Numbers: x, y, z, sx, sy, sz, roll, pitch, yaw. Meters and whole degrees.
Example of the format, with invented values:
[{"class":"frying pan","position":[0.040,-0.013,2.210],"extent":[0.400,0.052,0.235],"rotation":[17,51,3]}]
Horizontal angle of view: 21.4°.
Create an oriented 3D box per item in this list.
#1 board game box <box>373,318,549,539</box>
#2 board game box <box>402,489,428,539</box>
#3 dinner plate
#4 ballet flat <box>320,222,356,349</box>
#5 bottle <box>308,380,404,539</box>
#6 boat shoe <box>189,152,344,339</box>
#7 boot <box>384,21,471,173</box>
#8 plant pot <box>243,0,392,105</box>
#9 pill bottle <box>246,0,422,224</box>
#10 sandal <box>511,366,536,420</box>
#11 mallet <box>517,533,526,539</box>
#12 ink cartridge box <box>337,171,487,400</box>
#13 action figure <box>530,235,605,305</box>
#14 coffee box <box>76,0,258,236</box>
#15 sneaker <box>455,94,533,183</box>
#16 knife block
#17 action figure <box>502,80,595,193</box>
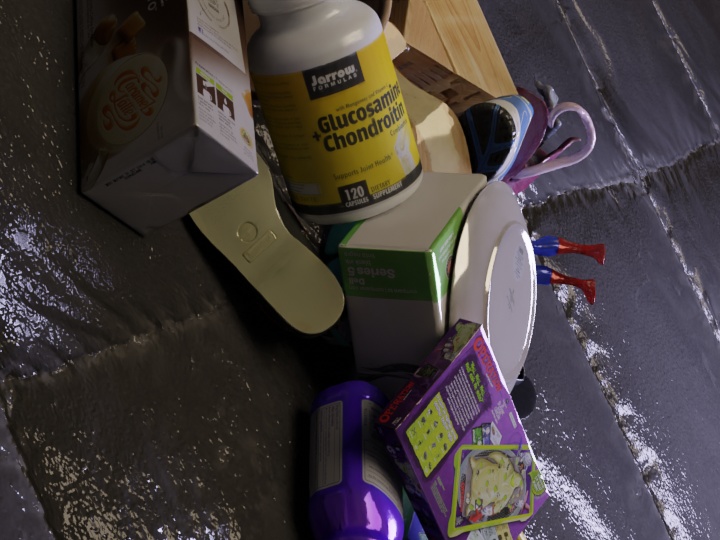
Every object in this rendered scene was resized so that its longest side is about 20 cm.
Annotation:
[{"class":"board game box","position":[0.084,0.150,1.512],"extent":[0.120,0.032,0.200],"rotation":[-45,131,-26]},{"class":"board game box","position":[0.082,0.222,1.636],"extent":[0.135,0.029,0.200],"rotation":[55,26,-19]},{"class":"dinner plate","position":[0.116,0.026,1.580],"extent":[0.200,0.024,0.201],"rotation":[3,90,-69]},{"class":"ballet flat","position":[0.000,0.000,1.646],"extent":[0.072,0.072,0.201],"rotation":[53,32,-22]},{"class":"bottle","position":[-0.003,0.182,1.465],"extent":[0.084,0.065,0.201],"rotation":[53,26,-42]},{"class":"boat shoe","position":[-0.086,-0.032,1.521],"extent":[0.202,0.074,0.063],"rotation":[54,-10,1]},{"class":"boot","position":[0.013,-0.131,1.718],"extent":[0.071,0.144,0.202],"rotation":[-34,106,-33]},{"class":"plant pot","position":[-0.078,-0.234,1.631],"extent":[0.201,0.200,0.093],"rotation":[64,-10,1]},{"class":"pill bottle","position":[-0.027,-0.146,1.523],"extent":[0.112,0.112,0.201],"rotation":[-63,139,-60]},{"class":"sandal","position":[0.115,0.086,1.810],"extent":[0.200,0.043,0.076],"rotation":[38,36,-43]},{"class":"mallet","position":[0.151,0.263,1.659],"extent":[0.201,0.041,0.066],"rotation":[62,23,-13]},{"class":"ink cartridge box","position":[0.055,0.038,1.575],"extent":[0.146,0.084,0.201],"rotation":[-52,140,-55]},{"class":"action figure","position":[0.115,-0.003,1.695],"extent":[0.099,0.199,0.065],"rotation":[-78,178,-65]},{"class":"coffee box","position":[-0.148,-0.144,1.441],"extent":[0.080,0.114,0.201],"rotation":[37,37,-45]},{"class":"sneaker","position":[0.096,-0.084,1.757],"extent":[0.076,0.200,0.077],"rotation":[46,38,6]},{"class":"knife block","position":[0.066,-0.253,1.764],"extent":[0.200,0.064,0.176],"rotation":[27,61,-32]},{"class":"action figure","position":[0.126,-0.080,1.838],"extent":[0.149,0.200,0.134],"rotation":[32,-17,52]}]
